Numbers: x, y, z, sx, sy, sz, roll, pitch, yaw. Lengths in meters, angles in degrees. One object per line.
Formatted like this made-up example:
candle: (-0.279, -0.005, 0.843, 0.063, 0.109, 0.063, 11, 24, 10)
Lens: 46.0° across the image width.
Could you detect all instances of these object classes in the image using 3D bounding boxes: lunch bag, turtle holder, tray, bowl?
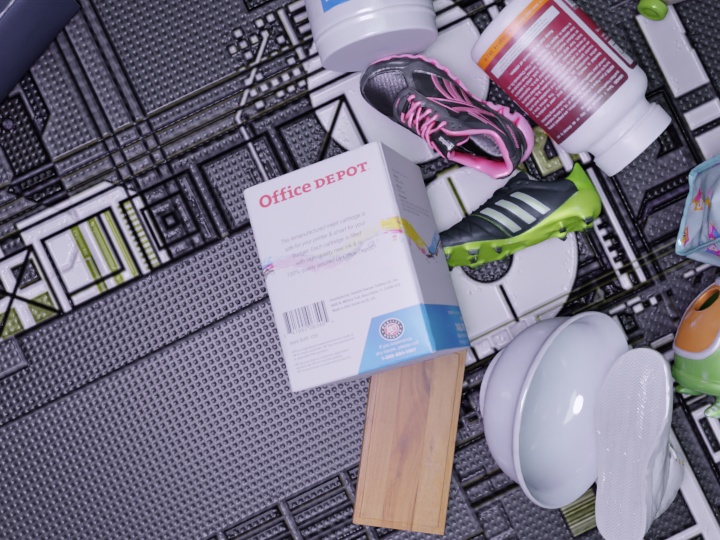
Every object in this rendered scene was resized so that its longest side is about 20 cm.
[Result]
lunch bag: (0.433, -0.060, 0.836, 0.170, 0.200, 0.122, 14, 80, 1)
turtle holder: (0.414, 0.078, 0.857, 0.185, 0.141, 0.132, 6, 97, 22)
tray: (0.053, 0.175, 0.913, 0.098, 0.037, 0.201, 7, 88, 0)
bowl: (0.186, 0.132, 0.868, 0.201, 0.090, 0.202, -13, 109, -42)

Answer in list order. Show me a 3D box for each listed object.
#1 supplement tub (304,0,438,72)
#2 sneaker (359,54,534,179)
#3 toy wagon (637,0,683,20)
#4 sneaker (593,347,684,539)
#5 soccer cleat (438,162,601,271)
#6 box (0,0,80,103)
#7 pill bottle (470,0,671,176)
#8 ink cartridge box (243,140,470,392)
supplement tub: (-0.003, -0.323, 0.879, 0.132, 0.132, 0.201, -14, 87, -1)
sneaker: (0.086, -0.156, 0.885, 0.200, 0.095, 0.079, 26, 128, 1)
toy wagon: (0.303, -0.376, 0.928, 0.200, 0.040, 0.155, 28, 88, 0)
sneaker: (0.293, 0.172, 0.878, 0.074, 0.115, 0.201, 12, 100, 35)
soccer cleat: (0.156, -0.056, 0.912, 0.199, 0.068, 0.081, -17, 67, 2)
box: (-0.443, -0.279, 0.881, 0.200, 0.117, 0.197, 39, 88, 2)
pill bottle: (0.221, -0.197, 0.886, 0.113, 0.113, 0.200, -45, 89, -1)
ink cartridge box: (0.000, 0.000, 0.833, 0.146, 0.146, 0.201, -17, 81, 19)
